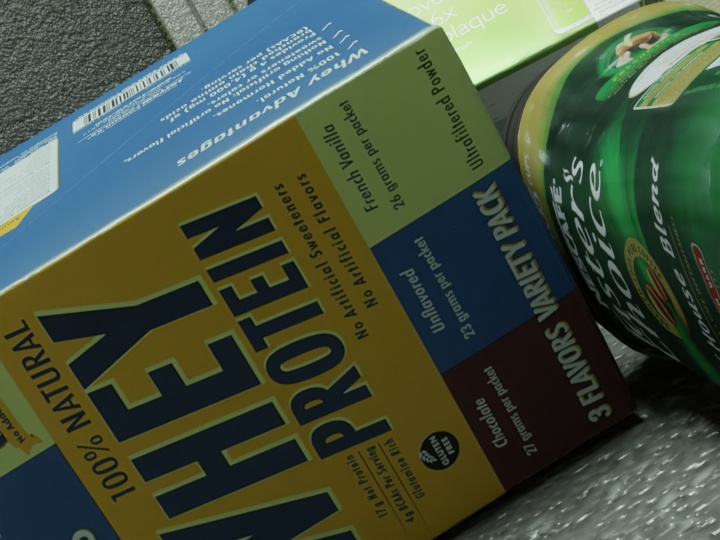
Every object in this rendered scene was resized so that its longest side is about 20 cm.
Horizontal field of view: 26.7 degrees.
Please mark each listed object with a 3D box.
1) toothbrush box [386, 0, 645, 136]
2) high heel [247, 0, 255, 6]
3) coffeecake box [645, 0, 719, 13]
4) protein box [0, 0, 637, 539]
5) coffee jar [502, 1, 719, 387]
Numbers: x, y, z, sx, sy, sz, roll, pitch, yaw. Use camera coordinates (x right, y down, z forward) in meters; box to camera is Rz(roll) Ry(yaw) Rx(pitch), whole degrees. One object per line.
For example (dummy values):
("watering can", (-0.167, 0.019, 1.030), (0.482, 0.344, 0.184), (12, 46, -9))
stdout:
("toothbrush box", (0.061, -0.152, 0.846), (0.144, 0.086, 0.201), (-26, 50, 4))
("high heel", (0.028, -0.165, 0.949), (0.198, 0.144, 0.071), (-26, 12, 19))
("coffeecake box", (0.173, -0.204, 0.881), (0.072, 0.155, 0.200), (-29, 12, 5))
("protein box", (-0.049, 0.011, 0.519), (0.197, 0.136, 0.200), (-31, 20, -2))
("coffee jar", (0.104, -0.018, 0.402), (0.085, 0.105, 0.200), (-33, 11, -3))
